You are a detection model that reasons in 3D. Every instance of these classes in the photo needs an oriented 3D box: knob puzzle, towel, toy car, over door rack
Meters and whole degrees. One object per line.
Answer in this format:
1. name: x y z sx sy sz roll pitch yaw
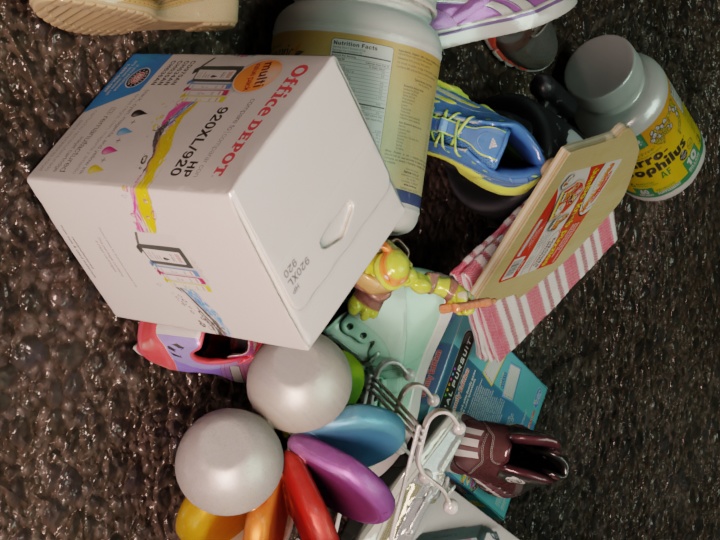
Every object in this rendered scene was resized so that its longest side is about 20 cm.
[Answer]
1. knob puzzle: 0.183 -0.058 1.351 0.219 0.030 0.221 -39 157 -20
2. towel: 0.169 -0.018 1.427 0.200 0.030 0.147 -44 142 -17
3. toy car: -0.045 0.160 1.167 0.200 0.149 0.176 -48 158 -21
4. over door rack: 0.022 0.191 1.265 0.066 0.148 0.202 21 97 -21

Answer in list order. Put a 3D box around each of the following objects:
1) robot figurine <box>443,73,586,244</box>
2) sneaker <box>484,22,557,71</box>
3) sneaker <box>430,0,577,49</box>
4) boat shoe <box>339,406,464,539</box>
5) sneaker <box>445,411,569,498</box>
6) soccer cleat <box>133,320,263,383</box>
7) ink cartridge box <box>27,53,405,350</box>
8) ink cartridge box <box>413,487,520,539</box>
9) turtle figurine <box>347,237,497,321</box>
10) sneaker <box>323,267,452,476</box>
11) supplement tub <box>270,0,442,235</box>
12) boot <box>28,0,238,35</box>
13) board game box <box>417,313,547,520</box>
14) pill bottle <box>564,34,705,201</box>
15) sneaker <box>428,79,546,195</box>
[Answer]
1. robot figurine: 0.165 -0.100 1.475 0.199 0.150 0.126 23 33 -52
2. sneaker: 0.163 -0.267 1.484 0.200 0.081 0.078 46 60 -46
3. sneaker: 0.113 -0.274 1.383 0.198 0.072 0.116 -17 103 -26
4. boat shoe: 0.040 0.219 1.359 0.064 0.074 0.203 33 84 -13
5. sneaker: 0.165 0.190 1.451 0.199 0.114 0.077 18 81 -52
6. soccer cleat: -0.095 0.057 1.190 0.199 0.076 0.068 12 86 -53
7. ink cartridge box: -0.100 -0.055 1.063 0.148 0.198 0.146 -56 135 -32
8. ink cartridge box: 0.087 0.312 1.398 0.174 0.199 0.044 -51 175 -36
9. turtle figurine: 0.000 0.000 1.205 0.197 0.161 0.065 8 82 -18
10. sneaker: 0.000 0.086 1.345 0.117 0.074 0.203 14 99 -28
11. supplement tub: -0.009 -0.138 1.220 0.144 0.143 0.203 12 85 -53
12. boot: -0.167 -0.259 1.072 0.199 0.072 0.169 -9 91 -51
13. board game box: 0.108 0.143 1.503 0.200 0.046 0.153 44 61 -47
14. pill bottle: 0.304 -0.172 1.665 0.200 0.112 0.114 44 61 -48
15. sneaker: 0.083 -0.132 1.314 0.198 0.105 0.077 24 85 -14
